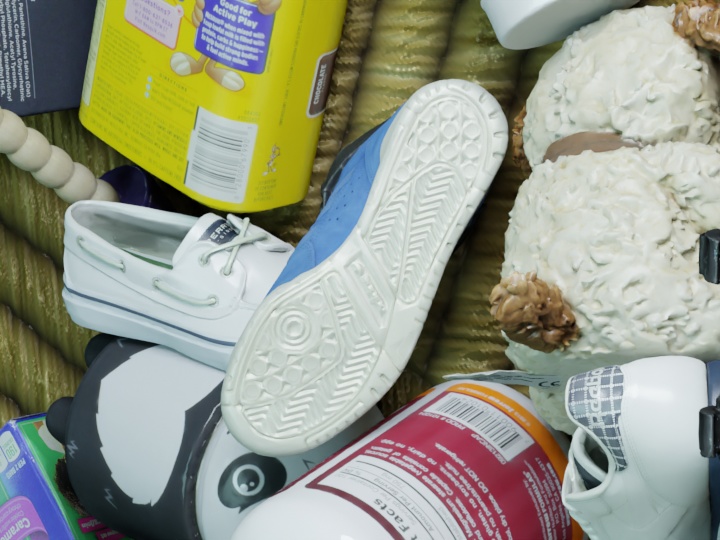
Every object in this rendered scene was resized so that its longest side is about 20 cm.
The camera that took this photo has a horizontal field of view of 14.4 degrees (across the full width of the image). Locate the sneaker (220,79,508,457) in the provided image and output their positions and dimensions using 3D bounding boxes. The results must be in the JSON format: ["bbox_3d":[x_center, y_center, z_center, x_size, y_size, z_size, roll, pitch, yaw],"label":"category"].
[{"bbox_3d":[0.001,0.001,1.364,0.077,0.111,0.200,30,88,-2],"label":"sneaker"}]

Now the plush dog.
[{"bbox_3d":[0.116,-0.035,1.260,0.200,0.160,0.172,-22,58,45],"label":"plush dog"}]

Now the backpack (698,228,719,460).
[{"bbox_3d":[0.252,0.034,1.109,0.200,0.151,0.178,9,103,39],"label":"backpack"}]

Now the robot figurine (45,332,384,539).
[{"bbox_3d":[-0.074,0.093,1.480,0.200,0.125,0.150,19,112,43],"label":"robot figurine"}]

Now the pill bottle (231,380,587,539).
[{"bbox_3d":[0.010,0.138,1.326,0.113,0.200,0.113,20,124,33],"label":"pill bottle"}]

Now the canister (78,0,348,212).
[{"bbox_3d":[-0.070,-0.147,1.454,0.149,0.087,0.200,33,122,36],"label":"canister"}]

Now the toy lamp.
[{"bbox_3d":[-0.166,-0.059,1.504,0.058,0.200,0.058,-22,49,28],"label":"toy lamp"}]

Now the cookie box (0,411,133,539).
[{"bbox_3d":[-0.171,0.205,1.642,0.171,0.075,0.200,-45,67,41],"label":"cookie box"}]

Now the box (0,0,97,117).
[{"bbox_3d":[-0.248,-0.133,1.557,0.148,0.200,0.104,4,102,47],"label":"box"}]

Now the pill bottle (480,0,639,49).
[{"bbox_3d":[0.062,-0.206,1.285,0.109,0.109,0.200,-33,75,45],"label":"pill bottle"}]

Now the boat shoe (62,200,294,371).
[{"bbox_3d":[-0.074,0.005,1.445,0.200,0.074,0.067,6,121,28],"label":"boat shoe"}]

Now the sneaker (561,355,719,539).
[{"bbox_3d":[0.128,0.099,1.255,0.200,0.080,0.076,86,-177,-53],"label":"sneaker"}]
